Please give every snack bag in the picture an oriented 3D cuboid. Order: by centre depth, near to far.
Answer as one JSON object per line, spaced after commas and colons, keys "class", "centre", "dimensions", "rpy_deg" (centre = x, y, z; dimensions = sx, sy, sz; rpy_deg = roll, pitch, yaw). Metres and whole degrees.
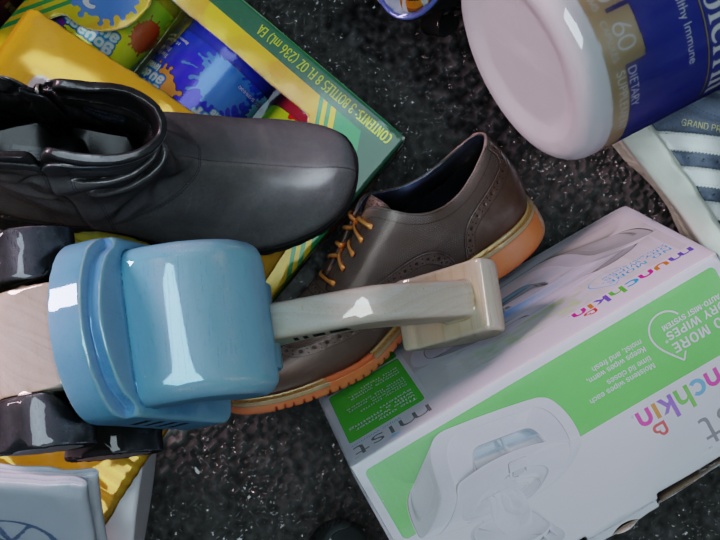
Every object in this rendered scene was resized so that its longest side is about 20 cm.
{"class": "snack bag", "centre": [-0.217, 0.130, 0.964], "dimensions": [0.200, 0.189, 0.021], "rpy_deg": [5, 58, 1]}

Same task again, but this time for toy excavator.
{"class": "toy excavator", "centre": [-0.051, 0.027, 0.936], "dimensions": [0.200, 0.194, 0.100], "rpy_deg": [-10, 81, 21]}

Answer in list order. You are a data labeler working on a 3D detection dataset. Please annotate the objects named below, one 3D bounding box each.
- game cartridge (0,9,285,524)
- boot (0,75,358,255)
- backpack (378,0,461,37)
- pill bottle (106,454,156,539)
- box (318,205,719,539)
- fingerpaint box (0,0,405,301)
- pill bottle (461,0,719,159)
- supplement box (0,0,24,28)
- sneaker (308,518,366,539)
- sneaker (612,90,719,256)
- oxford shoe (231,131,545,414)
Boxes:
{"class": "game cartridge", "centre": [-0.146, -0.002, 1.003], "dimensions": [0.176, 0.032, 0.200], "rpy_deg": [32, 76, 0]}
{"class": "boot", "centre": [-0.094, -0.050, 0.937], "dimensions": [0.200, 0.132, 0.070], "rpy_deg": [-4, 80, -7]}
{"class": "backpack", "centre": [0.029, -0.244, 1.031], "dimensions": [0.200, 0.154, 0.191], "rpy_deg": [-42, 69, 32]}
{"class": "pill bottle", "centre": [-0.210, 0.106, 1.051], "dimensions": [0.200, 0.112, 0.113], "rpy_deg": [8, 89, 0]}
{"class": "box", "centre": [0.091, 0.067, 1.019], "dimensions": [0.200, 0.176, 0.097], "rpy_deg": [-30, 101, 0]}
{"class": "fingerpaint box", "centre": [-0.104, -0.069, 1.075], "dimensions": [0.200, 0.073, 0.167], "rpy_deg": [41, 88, 0]}
{"class": "pill bottle", "centre": [0.160, -0.145, 1.010], "dimensions": [0.200, 0.116, 0.116], "rpy_deg": [-28, 89, -18]}
{"class": "supplement box", "centre": [-0.152, -0.217, 1.061], "dimensions": [0.061, 0.109, 0.200], "rpy_deg": [40, 88, 0]}
{"class": "sneaker", "centre": [0.014, 0.226, 1.079], "dimensions": [0.084, 0.074, 0.200], "rpy_deg": [-8, 98, -7]}
{"class": "sneaker", "centre": [0.198, -0.053, 1.078], "dimensions": [0.084, 0.075, 0.200], "rpy_deg": [-36, 90, 1]}
{"class": "oxford shoe", "centre": [0.000, 0.000, 1.063], "dimensions": [0.200, 0.071, 0.073], "rpy_deg": [-36, 122, -14]}
